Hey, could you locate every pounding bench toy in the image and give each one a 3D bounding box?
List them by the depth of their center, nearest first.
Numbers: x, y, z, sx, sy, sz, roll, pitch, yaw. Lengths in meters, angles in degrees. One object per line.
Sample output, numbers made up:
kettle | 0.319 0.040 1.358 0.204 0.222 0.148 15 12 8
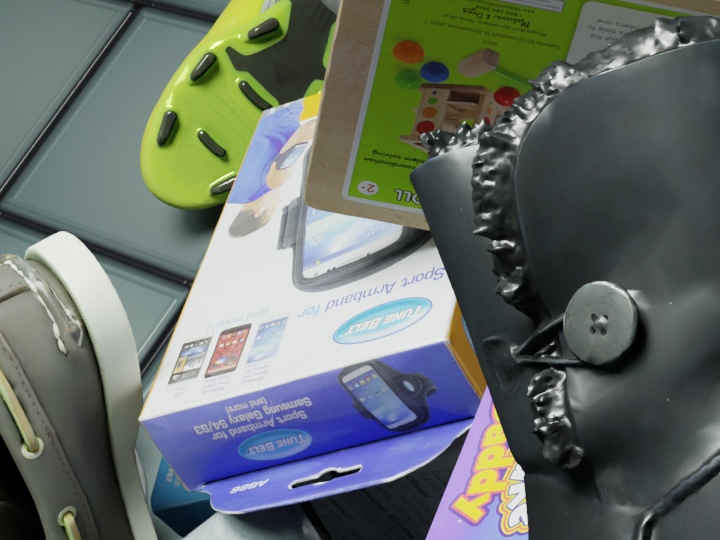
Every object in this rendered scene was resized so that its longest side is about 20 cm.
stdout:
pounding bench toy | 0.095 -0.101 0.869 0.199 0.125 0.157 10 51 -2

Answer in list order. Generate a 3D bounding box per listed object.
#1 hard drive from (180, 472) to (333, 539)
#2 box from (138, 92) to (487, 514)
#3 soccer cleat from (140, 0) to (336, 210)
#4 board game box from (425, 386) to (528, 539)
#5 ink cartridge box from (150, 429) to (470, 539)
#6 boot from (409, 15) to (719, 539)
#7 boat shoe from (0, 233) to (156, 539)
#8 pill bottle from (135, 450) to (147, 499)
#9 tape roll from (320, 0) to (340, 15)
hard drive | -0.030 0.185 0.859 0.139 0.033 0.200 -37 60 5
box | 0.000 0.000 0.921 0.119 0.042 0.200 -16 31 26
soccer cleat | -0.030 -0.108 1.167 0.201 0.065 0.084 -57 11 -10
board game box | 0.081 0.087 0.802 0.045 0.135 0.201 -8 44 36
ink cartridge box | 0.032 0.040 0.959 0.199 0.067 0.116 -13 47 33
boot | 0.103 0.018 0.634 0.200 0.076 0.169 -18 80 41
boat shoe | -0.108 0.084 0.935 0.060 0.203 0.072 -24 38 -26
pill bottle | -0.169 0.059 1.080 0.113 0.113 0.200 -48 39 -6
tape roll | 0.071 -0.162 1.043 0.203 0.071 0.203 -47 13 15
